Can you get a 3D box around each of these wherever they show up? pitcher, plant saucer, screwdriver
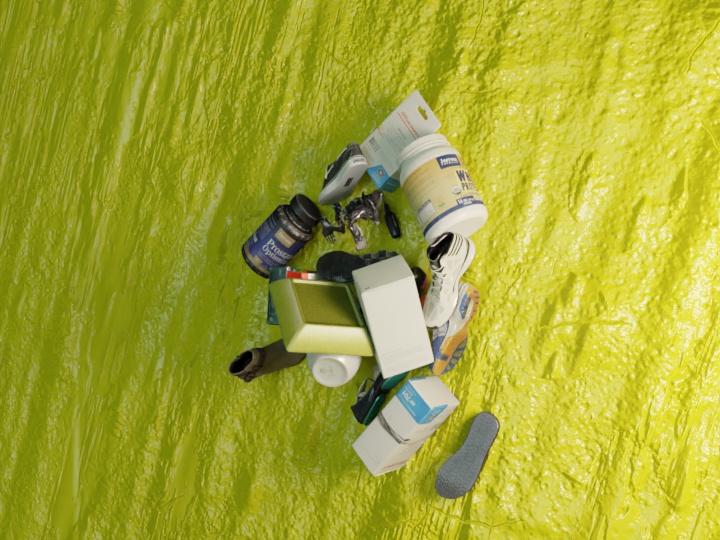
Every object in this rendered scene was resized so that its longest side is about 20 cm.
[{"bbox_3d":[-0.048,0.174,1.702,0.118,0.202,0.175,-2,123,10],"label":"pitcher"},{"bbox_3d":[-0.075,0.084,1.611,0.049,0.195,0.202,-65,31,33],"label":"plant saucer"},{"bbox_3d":[0.055,-0.166,1.786,0.028,0.028,0.205,-14,70,0],"label":"screwdriver"}]

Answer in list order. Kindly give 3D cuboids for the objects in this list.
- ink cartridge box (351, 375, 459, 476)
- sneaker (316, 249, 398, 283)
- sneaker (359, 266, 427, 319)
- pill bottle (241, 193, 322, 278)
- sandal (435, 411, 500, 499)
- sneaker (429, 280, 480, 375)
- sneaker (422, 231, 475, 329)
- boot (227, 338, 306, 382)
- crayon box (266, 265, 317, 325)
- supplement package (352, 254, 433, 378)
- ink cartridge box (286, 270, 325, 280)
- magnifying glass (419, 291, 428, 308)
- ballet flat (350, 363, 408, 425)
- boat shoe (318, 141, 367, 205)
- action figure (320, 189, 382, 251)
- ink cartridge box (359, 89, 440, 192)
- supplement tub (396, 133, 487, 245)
[{"bbox_3d":[0.096,0.324,1.641,0.201,0.145,0.086,-50,65,18],"label":"ink cartridge box"},{"bbox_3d":[0.000,0.000,1.748,0.195,0.089,0.076,1,76,14],"label":"sneaker"},{"bbox_3d":[0.058,0.058,1.729,0.200,0.080,0.087,-47,63,18],"label":"sneaker"},{"bbox_3d":[-0.186,-0.085,1.873,0.200,0.111,0.113,-44,66,21],"label":"pill bottle"},{"bbox_3d":[0.229,0.389,1.621,0.076,0.043,0.202,35,95,21],"label":"sandal"},{"bbox_3d":[0.183,0.119,1.658,0.087,0.075,0.204,23,90,41],"label":"sneaker"},{"bbox_3d":[0.154,0.014,1.590,0.075,0.114,0.205,23,91,42],"label":"sneaker"},{"bbox_3d":[-0.213,0.199,1.845,0.199,0.145,0.071,-40,65,22],"label":"boot"},{"bbox_3d":[-0.143,0.061,1.787,0.050,0.199,0.129,1,87,22],"label":"crayon box"},{"bbox_3d":[0.067,0.094,1.612,0.115,0.117,0.204,-17,115,-3],"label":"supplement package"},{"bbox_3d":[-0.103,0.086,1.754,0.049,0.199,0.167,0,86,22],"label":"ink cartridge box"},{"bbox_3d":[0.087,0.110,1.716,0.199,0.079,0.023,-39,63,12],"label":"magnifying glass"},{"bbox_3d":[0.041,0.251,1.730,0.073,0.072,0.202,43,110,27],"label":"ballet flat"},{"bbox_3d":[-0.049,-0.221,1.793,0.200,0.072,0.070,-51,52,57],"label":"boat shoe"},{"bbox_3d":[-0.002,-0.115,1.751,0.198,0.103,0.119,-10,35,55],"label":"action figure"},{"bbox_3d":[0.095,-0.286,1.740,0.199,0.067,0.116,-42,65,22],"label":"ink cartridge box"},{"bbox_3d":[0.167,-0.168,1.641,0.143,0.143,0.204,-32,70,25],"label":"supplement tub"}]
